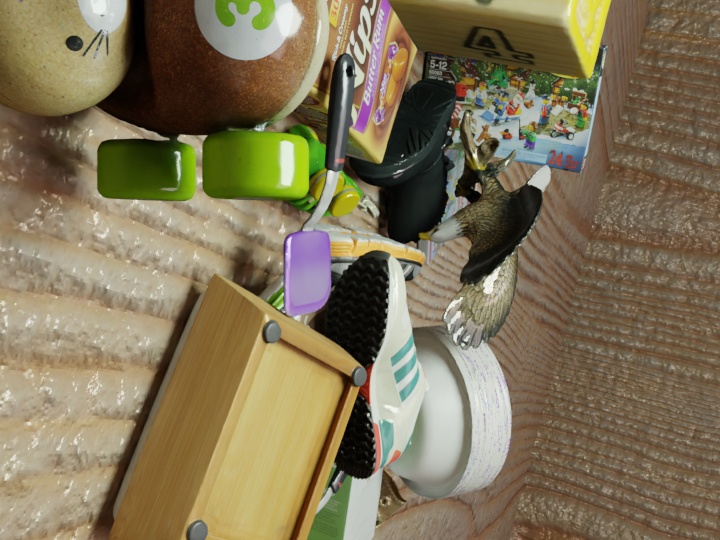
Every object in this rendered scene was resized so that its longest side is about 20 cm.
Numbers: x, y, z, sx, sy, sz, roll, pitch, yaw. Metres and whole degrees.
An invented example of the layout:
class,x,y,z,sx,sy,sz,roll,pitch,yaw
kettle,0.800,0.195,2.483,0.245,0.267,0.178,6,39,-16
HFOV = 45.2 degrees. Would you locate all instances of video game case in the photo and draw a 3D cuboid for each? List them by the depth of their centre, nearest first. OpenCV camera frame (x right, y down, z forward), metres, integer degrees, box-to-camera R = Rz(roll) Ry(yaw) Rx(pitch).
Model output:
class,x,y,z,sx,sy,sz,roll,pitch,yaw
video game case,0.124,-0.119,1.177,0.200,0.017,0.145,-50,148,-48

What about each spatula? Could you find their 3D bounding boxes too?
class,x,y,z,sx,sy,sz,roll,pitch,yaw
spatula,-0.028,-0.065,0.672,0.056,0.020,0.203,-8,115,-52
spatula,-0.040,0.215,0.803,0.201,0.020,0.057,-52,150,-27

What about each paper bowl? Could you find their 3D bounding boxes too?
class,x,y,z,sx,sy,sz,roll,pitch,yaw
paper bowl,0.080,0.169,1.032,0.103,0.200,0.204,-2,109,-32

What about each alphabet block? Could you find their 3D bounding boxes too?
class,x,y,z,sx,sy,sz,roll,pitch,yaw
alphabet block,0.145,-0.319,0.852,0.196,0.197,0.199,4,100,-68

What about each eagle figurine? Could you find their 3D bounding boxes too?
class,x,y,z,sx,sy,sz,roll,pitch,yaw
eagle figurine,0.136,-0.036,0.918,0.151,0.150,0.202,28,40,-41

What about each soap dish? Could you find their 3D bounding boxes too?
class,x,y,z,sx,sy,sz,roll,pitch,yaw
soap dish,-0.084,0.127,0.661,0.157,0.080,0.203,35,70,-46

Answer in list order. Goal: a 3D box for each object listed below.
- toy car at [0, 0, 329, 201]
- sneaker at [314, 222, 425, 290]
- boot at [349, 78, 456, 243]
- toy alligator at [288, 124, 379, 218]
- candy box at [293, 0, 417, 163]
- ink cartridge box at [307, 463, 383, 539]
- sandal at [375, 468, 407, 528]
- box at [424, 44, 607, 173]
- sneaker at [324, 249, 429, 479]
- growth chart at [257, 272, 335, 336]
class,x,y,z,sx,sy,sz,roll,pitch,yaw
toy car,-0.125,-0.118,0.392,0.199,0.156,0.168,-3,95,-56
sneaker,0.000,0.000,0.871,0.199,0.077,0.079,4,102,-59
boot,0.048,-0.097,0.938,0.199,0.072,0.164,-51,154,-44
toy alligator,-0.034,-0.070,0.765,0.054,0.060,0.200,-35,157,6
candy box,-0.017,-0.180,0.731,0.200,0.056,0.119,29,77,-67
ink cartridge box,-0.016,0.233,0.987,0.104,0.058,0.204,-26,127,-64
sandal,0.031,0.280,1.123,0.078,0.069,0.215,39,67,-67
box,0.170,-0.200,0.990,0.038,0.197,0.139,-40,139,-62
sneaker,0.021,0.080,0.780,0.093,0.070,0.204,-7,103,-52
growth chart,-0.037,0.080,0.776,0.145,0.018,0.201,-51,127,-27
